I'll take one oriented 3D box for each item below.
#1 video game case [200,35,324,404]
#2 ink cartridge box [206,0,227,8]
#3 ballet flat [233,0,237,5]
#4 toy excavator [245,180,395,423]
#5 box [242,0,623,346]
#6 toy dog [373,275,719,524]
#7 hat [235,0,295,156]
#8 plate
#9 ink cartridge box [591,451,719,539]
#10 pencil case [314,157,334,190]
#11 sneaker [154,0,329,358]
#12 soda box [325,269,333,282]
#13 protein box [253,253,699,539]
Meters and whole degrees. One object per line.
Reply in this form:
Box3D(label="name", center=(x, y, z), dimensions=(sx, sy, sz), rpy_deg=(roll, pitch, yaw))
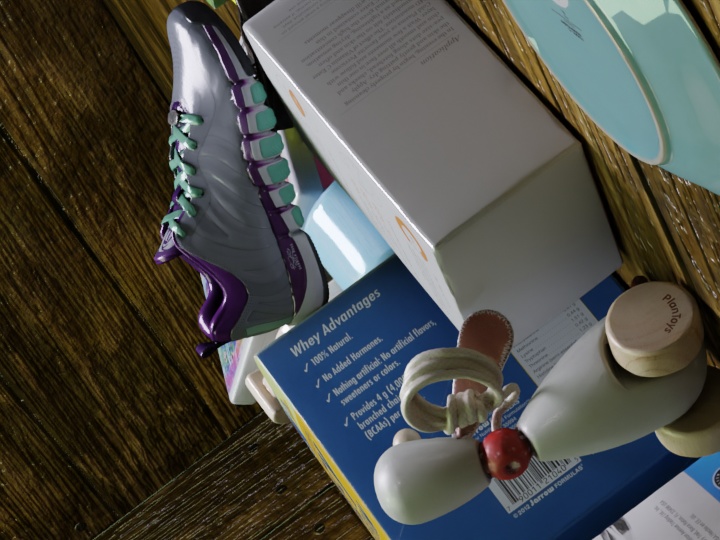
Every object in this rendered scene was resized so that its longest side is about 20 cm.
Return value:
Box3D(label="video game case", center=(-0.075, -0.041, 1.582), dimensions=(0.183, 0.024, 0.201), rpy_deg=(-107, 27, -43))
Box3D(label="ink cartridge box", center=(-0.097, -0.254, 1.248), dimensions=(0.200, 0.104, 0.059), rpy_deg=(52, 174, 15))
Box3D(label="ballet flat", center=(-0.050, -0.189, 1.513), dimensions=(0.200, 0.067, 0.067), rpy_deg=(53, -171, 1))
Box3D(label="toy excavator", center=(0.000, 0.000, 1.482), dimensions=(0.100, 0.199, 0.195), rpy_deg=(52, 173, 23))
Box3D(label="box", center=(0.039, -0.069, 1.260), dimensions=(0.200, 0.097, 0.125), rpy_deg=(51, 174, 35))
Box3D(label="toy dog", center=(0.100, 0.058, 1.210), dimensions=(0.097, 0.199, 0.132), rpy_deg=(-107, 14, -49))
Box3D(label="hat", center=(-0.034, -0.149, 1.399), dimensions=(0.201, 0.080, 0.202), rpy_deg=(170, 90, -90))
Box3D(label="plate", center=(0.092, -0.105, 0.944), dimensions=(0.201, 0.026, 0.200), rpy_deg=(54, 176, 5))
Box3D(label="ink cartridge box", center=(0.173, 0.193, 1.193), dimensions=(0.085, 0.200, 0.146), rpy_deg=(56, 175, -29))
Box3D(label="pencil case", center=(0.004, -0.073, 1.659), dimensions=(0.200, 0.088, 0.088), rpy_deg=(53, 175, -10))
Box3D(label="sneaker", center=(-0.088, -0.052, 1.329), dimensions=(0.201, 0.087, 0.074), rpy_deg=(70, 163, -10))
Box3D(label="soda box", center=(0.023, 0.020, 1.600), dimensions=(0.199, 0.068, 0.064), rpy_deg=(-5, 130, 39))
Box3D(label="protein box", center=(0.082, 0.090, 1.356), dimensions=(0.200, 0.198, 0.135), rpy_deg=(52, 174, 27))
